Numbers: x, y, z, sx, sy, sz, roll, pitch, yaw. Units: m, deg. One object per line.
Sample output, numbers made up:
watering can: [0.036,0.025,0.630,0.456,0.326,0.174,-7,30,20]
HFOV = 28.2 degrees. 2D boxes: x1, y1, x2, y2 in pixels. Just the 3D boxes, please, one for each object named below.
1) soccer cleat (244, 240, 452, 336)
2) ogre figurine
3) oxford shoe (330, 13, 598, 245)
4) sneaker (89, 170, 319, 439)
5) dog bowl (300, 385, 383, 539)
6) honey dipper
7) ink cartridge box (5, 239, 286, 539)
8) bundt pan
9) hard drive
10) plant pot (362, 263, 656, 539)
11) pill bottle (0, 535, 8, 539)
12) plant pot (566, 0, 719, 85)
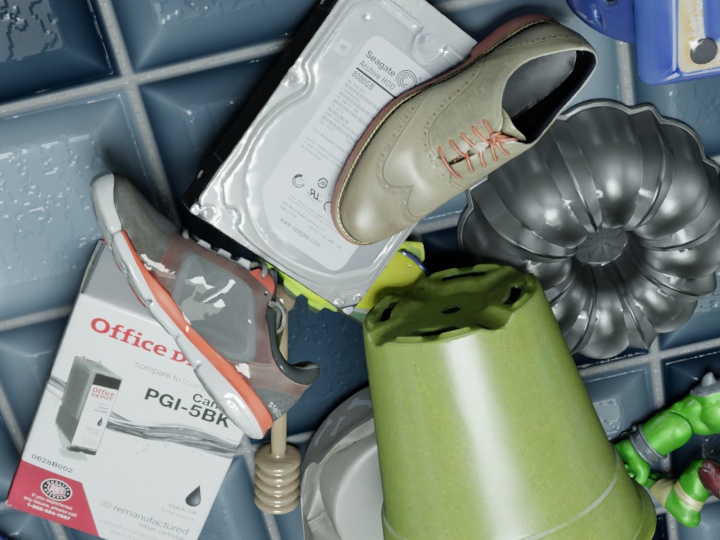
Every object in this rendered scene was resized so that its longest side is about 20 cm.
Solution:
soccer cleat: [0.000,0.000,1.032,0.200,0.065,0.084,33,98,-25]
ogre figurine: [0.310,0.164,1.148,0.200,0.098,0.120,38,113,21]
oxford shoe: [0.064,-0.088,0.908,0.200,0.075,0.070,-45,115,-2]
sneaker: [-0.099,0.010,0.935,0.082,0.077,0.200,-36,100,-10]
dog bowl: [0.044,0.168,1.130,0.200,0.059,0.200,-6,120,-11]
honey dipper: [-0.061,0.098,1.097,0.038,0.038,0.200,0,121,-8]
ink cartridge box: [-0.157,0.098,1.043,0.147,0.083,0.200,20,118,-7]
bundt pan: [0.174,-0.016,1.031,0.202,0.076,0.202,-4,124,-6]
hard drive: [-0.005,-0.087,0.947,0.140,0.038,0.200,35,93,-25]
plant pot: [0.083,0.104,0.977,0.200,0.200,0.190,-15,110,2]
pill bottle: [-0.301,0.263,1.126,0.112,0.112,0.200,-40,120,17]
plant pot: [0.228,-0.227,0.840,0.200,0.180,0.200,-10,124,0]
